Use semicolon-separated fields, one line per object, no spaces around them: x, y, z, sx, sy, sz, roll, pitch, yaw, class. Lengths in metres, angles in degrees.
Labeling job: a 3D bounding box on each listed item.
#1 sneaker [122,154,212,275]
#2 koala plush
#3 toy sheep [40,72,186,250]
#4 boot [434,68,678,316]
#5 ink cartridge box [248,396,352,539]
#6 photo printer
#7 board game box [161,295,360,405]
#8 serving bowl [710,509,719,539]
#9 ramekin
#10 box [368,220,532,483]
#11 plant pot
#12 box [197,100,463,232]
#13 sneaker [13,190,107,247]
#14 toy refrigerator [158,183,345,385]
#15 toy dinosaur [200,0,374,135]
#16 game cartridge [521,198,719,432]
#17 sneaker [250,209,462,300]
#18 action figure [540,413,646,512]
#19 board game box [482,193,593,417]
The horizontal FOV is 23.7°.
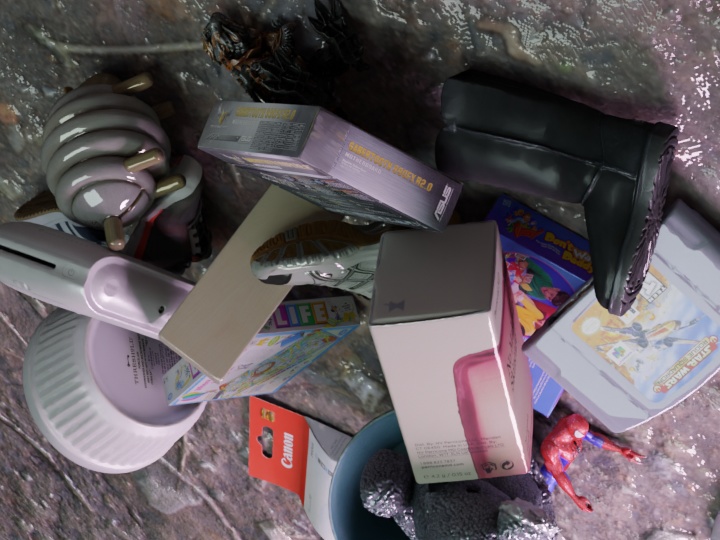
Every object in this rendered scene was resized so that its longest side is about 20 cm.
-0.179;-0.051;1.753;0.082;0.077;0.200;31;153;-7;sneaker
0.109;0.239;1.601;0.177;0.200;0.184;-31;96;5;koala plush
-0.242;-0.108;1.652;0.137;0.201;0.138;-7;144;-5;toy sheep
0.151;-0.067;1.435;0.199;0.066;0.166;17;101;22;boot
-0.049;0.241;1.963;0.199;0.047;0.161;22;140;15;ink cartridge box
-0.259;0.011;1.689;0.166;0.070;0.200;17;176;39;photo printer
-0.106;0.084;1.784;0.200;0.134;0.034;-40;62;51;board game box
0.425;0.301;1.651;0.199;0.066;0.201;22;140;20;serving bowl
-0.256;0.110;1.868;0.200;0.200;0.105;46;137;-12;ramekin
0.085;0.074;1.530;0.108;0.128;0.201;-6;129;13;box
0.067;0.229;1.772;0.200;0.200;0.135;38;-177;-2;plant pot
-0.030;-0.093;1.491;0.158;0.049;0.200;26;173;-29;box
-0.282;-0.033;1.838;0.199;0.070;0.109;-2;124;47;sneaker
-0.104;0.006;1.639;0.076;0.200;0.070;36;171;-1;toy refrigerator
-0.050;-0.169;1.531;0.199;0.103;0.136;19;158;-9;toy dinosaur
0.252;0.047;1.484;0.133;0.042;0.200;43;117;-2;game cartridge
0.000;0.000;1.585;0.199;0.076;0.088;-9;121;1;sneaker
0.215;0.216;1.725;0.099;0.065;0.200;32;143;17;action figure
0.154;0.036;1.599;0.134;0.045;0.200;30;142;8;board game box
